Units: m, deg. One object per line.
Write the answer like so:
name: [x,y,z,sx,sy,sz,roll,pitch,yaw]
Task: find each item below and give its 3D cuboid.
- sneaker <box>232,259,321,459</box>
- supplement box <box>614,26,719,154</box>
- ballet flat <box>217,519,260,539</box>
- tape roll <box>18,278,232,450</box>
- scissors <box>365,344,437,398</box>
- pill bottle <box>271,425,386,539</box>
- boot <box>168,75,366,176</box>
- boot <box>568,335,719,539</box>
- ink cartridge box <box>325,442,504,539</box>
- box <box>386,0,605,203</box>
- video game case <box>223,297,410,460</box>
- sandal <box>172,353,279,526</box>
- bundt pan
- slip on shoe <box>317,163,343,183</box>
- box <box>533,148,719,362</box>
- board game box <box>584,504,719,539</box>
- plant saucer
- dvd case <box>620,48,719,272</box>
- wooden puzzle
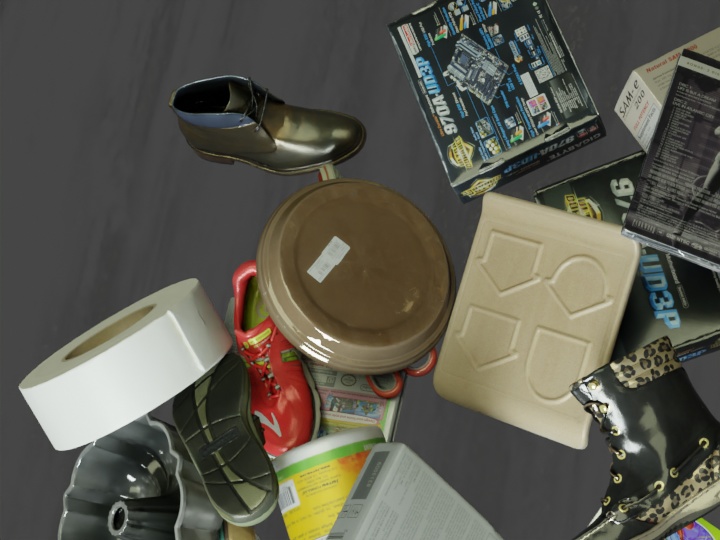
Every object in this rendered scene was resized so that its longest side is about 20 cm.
sneaker: [-0.092,0.084,1.754,0.076,0.085,0.202,-18,65,12]
supplement box: [0.342,-0.113,1.681,0.125,0.074,0.201,-26,70,-20]
ballet flat: [-0.102,0.306,1.720,0.062,0.069,0.202,-1,69,-12]
tape roll: [-0.222,0.087,1.757,0.201,0.203,0.071,-29,99,6]
scissors: [0.017,0.026,1.782,0.073,0.014,0.202,-24,65,11]
pill bottle: [-0.003,0.251,1.661,0.110,0.111,0.202,-20,79,10]
boot: [-0.098,-0.147,1.864,0.198,0.097,0.076,1,70,19]
boot: [0.221,0.161,1.578,0.199,0.073,0.152,-28,81,2]
ink cartridge box: [0.053,0.272,1.602,0.047,0.200,0.161,-9,44,48]
box: [0.132,-0.189,1.823,0.158,0.046,0.202,-25,64,8]
video game case: [-0.056,0.125,1.787,0.198,0.022,0.184,7,72,20]
sandal: [-0.119,0.159,1.677,0.079,0.057,0.202,-27,46,7]
bundt pan: [-0.198,0.238,1.729,0.201,0.075,0.204,-21,61,44]
slip on shoe: [-0.034,-0.016,1.798,0.061,0.074,0.202,-11,58,17]
box: [0.263,-0.007,1.716,0.157,0.046,0.202,-20,64,10]
board game box: [0.234,0.294,1.610,0.134,0.045,0.201,33,83,26]
plant saucer: [0.000,0.000,1.737,0.198,0.030,0.202,7,65,-15]
dvd case: [0.323,-0.089,1.616,0.147,0.016,0.202,20,63,4]
wooden puzzle: [0.166,0.044,1.694,0.184,0.046,0.202,17,96,42]
